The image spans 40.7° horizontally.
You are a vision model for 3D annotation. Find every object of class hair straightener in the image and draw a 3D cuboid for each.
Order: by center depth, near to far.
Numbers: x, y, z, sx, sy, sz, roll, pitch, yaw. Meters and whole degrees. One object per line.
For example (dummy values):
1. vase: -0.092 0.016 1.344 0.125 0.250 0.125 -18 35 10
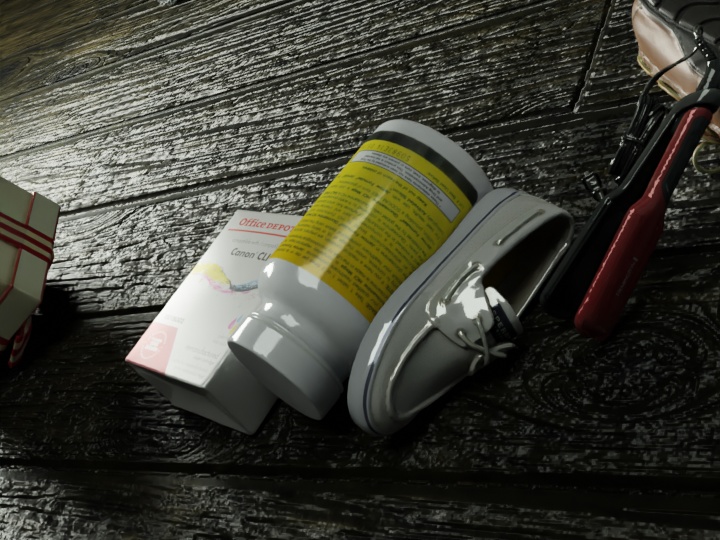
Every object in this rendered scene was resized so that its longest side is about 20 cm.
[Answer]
1. hair straightener: 0.164 -0.060 0.611 0.077 0.041 0.202 32 101 55

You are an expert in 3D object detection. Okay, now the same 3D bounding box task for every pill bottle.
1. pill bottle: 0.000 0.000 0.686 0.112 0.113 0.201 17 62 49

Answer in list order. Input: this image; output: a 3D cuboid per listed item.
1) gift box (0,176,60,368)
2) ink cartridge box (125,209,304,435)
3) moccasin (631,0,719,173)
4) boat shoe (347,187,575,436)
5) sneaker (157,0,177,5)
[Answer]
1. gift box: -0.424 0.004 1.000 0.200 0.186 0.186 -42 32 29
2. ink cartridge box: -0.081 0.019 0.774 0.116 0.068 0.201 8 56 46
3. moccasin: 0.243 -0.111 0.632 0.073 0.078 0.202 -27 49 -12
4. boat shoe: 0.072 0.030 0.633 0.069 0.071 0.200 19 60 47
5. sneaker: -0.308 -0.467 1.510 0.091 0.067 0.200 -47 34 -8
